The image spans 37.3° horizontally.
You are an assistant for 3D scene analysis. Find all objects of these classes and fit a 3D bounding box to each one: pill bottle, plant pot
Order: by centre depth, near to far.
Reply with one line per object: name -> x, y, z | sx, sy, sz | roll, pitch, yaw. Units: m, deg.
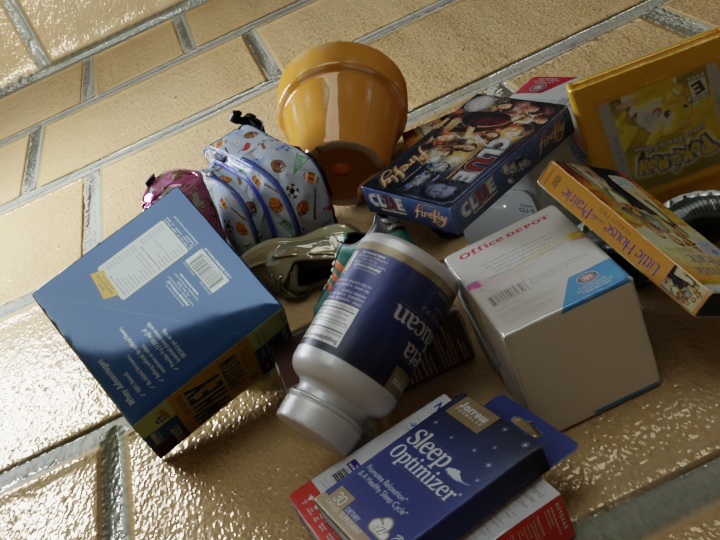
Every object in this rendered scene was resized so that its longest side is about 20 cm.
pill bottle -> 0.004, 0.074, 1.033 | 0.111, 0.111, 0.200 | 13, 68, 49
plant pot -> -0.026, -0.202, 1.570 | 0.199, 0.200, 0.184 | -16, 44, 15

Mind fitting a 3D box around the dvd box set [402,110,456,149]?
dvd box set -> 0.142, -0.180, 1.549 | 0.146, 0.029, 0.200 | -21, 28, 6

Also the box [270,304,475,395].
box -> 0.012, 0.088, 1.147 | 0.199, 0.075, 0.100 | -24, 28, -2

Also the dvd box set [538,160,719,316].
dvd box set -> 0.277, -0.031, 1.005 | 0.146, 0.029, 0.200 | 2, 37, -48

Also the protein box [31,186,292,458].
protein box -> -0.214, 0.058, 1.191 | 0.200, 0.135, 0.199 | -39, 70, -13

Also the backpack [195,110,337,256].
backpack -> -0.126, -0.096, 1.460 | 0.190, 0.200, 0.154 | 16, 49, 42

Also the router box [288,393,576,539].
router box -> 0.054, 0.211, 0.925 | 0.179, 0.049, 0.200 | -32, 28, -13

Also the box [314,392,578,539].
box -> 0.071, 0.170, 0.896 | 0.200, 0.032, 0.121 | -32, 28, -16

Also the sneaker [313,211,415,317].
sneaker -> 0.000, 0.000, 1.224 | 0.071, 0.080, 0.200 | -13, -17, -38

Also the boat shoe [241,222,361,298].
boat shoe -> -0.088, -0.001, 1.380 | 0.199, 0.072, 0.065 | -17, 41, 23

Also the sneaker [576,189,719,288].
sneaker -> 0.311, -0.024, 1.116 | 0.199, 0.067, 0.091 | -14, 35, 22

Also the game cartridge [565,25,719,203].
game cartridge -> 0.332, -0.139, 1.147 | 0.176, 0.201, 0.032 | -20, 25, 9

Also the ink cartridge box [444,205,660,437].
ink cartridge box -> 0.179, 0.039, 1.040 | 0.128, 0.126, 0.200 | -25, 28, -1

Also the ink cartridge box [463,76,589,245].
ink cartridge box -> 0.218, -0.118, 1.258 | 0.200, 0.145, 0.145 | -40, 32, -28

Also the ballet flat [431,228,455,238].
ballet flat -> 0.161, -0.114, 1.391 | 0.200, 0.057, 0.066 | -41, 33, -28

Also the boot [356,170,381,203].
boot -> 0.099, -0.133, 1.405 | 0.188, 0.069, 0.200 | -35, 9, -8

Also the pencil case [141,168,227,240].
pencil case -> -0.223, -0.037, 1.416 | 0.086, 0.201, 0.083 | -4, 39, 16

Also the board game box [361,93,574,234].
board game box -> 0.117, -0.120, 1.150 | 0.200, 0.035, 0.135 | -41, 37, -27
